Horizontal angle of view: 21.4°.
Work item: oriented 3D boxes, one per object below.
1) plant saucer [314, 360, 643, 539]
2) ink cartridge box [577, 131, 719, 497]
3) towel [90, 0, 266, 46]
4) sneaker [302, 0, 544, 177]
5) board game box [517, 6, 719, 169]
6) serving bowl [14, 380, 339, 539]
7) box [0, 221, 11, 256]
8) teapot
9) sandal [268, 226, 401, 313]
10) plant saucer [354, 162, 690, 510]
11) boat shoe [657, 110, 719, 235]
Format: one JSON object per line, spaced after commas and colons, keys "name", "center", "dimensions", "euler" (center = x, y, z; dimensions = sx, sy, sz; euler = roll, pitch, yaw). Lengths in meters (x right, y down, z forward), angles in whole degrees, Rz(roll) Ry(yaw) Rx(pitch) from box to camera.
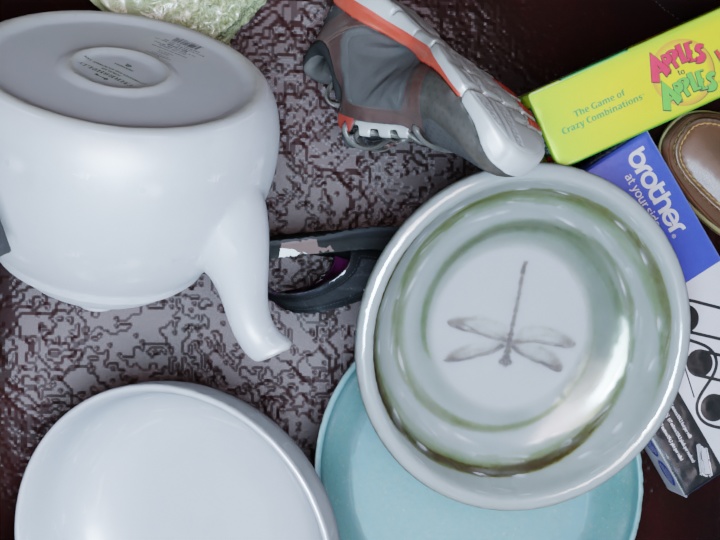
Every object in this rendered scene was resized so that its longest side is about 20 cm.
{"name": "plant saucer", "center": [0.068, 0.123, 1.133], "dimensions": [0.198, 0.036, 0.202], "euler": [2, 76, -10]}
{"name": "ink cartridge box", "center": [0.180, 0.026, 1.156], "dimensions": [0.094, 0.044, 0.201], "euler": [-32, 94, -6]}
{"name": "towel", "center": [-0.088, -0.228, 1.126], "dimensions": [0.148, 0.036, 0.200], "euler": [45, 87, -6]}
{"name": "sneaker", "center": [0.031, -0.092, 1.086], "dimensions": [0.077, 0.200, 0.082], "euler": [28, 103, -40]}
{"name": "board game box", "center": [0.187, -0.119, 1.125], "dimensions": [0.199, 0.102, 0.048], "euler": [-25, 93, -5]}
{"name": "serving bowl", "center": [-0.097, 0.156, 1.101], "dimensions": [0.198, 0.066, 0.202], "euler": [4, 103, 20]}
{"name": "box", "center": [-0.293, -0.071, 0.981], "dimensions": [0.124, 0.200, 0.149], "euler": [-30, 123, -25]}
{"name": "teapot", "center": [-0.144, -0.047, 1.056], "dimensions": [0.196, 0.200, 0.147], "euler": [2, 120, -17]}
{"name": "sandal", "center": [0.001, 0.000, 1.121], "dimensions": [0.199, 0.075, 0.048], "euler": [-2, 88, -7]}
{"name": "plant saucer", "center": [0.089, 0.035, 1.094], "dimensions": [0.198, 0.050, 0.202], "euler": [-3, 103, -13]}
{"name": "boat shoe", "center": [0.271, -0.032, 1.153], "dimensions": [0.199, 0.068, 0.072], "euler": [35, 88, -6]}
